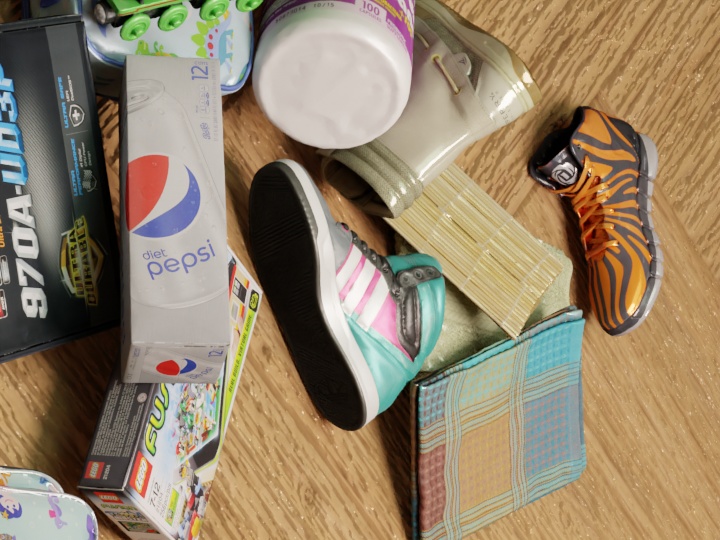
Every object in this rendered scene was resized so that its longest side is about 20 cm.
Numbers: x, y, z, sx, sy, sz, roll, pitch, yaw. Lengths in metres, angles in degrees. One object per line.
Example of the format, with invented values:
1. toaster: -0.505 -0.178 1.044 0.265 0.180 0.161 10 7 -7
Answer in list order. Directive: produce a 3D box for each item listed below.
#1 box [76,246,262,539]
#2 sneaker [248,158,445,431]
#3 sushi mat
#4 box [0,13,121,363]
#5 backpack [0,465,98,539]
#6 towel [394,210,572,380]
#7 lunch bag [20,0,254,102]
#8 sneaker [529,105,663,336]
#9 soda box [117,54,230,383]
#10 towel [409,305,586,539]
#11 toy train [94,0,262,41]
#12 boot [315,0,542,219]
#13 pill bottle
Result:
1. box: -0.121 0.075 1.308 0.110 0.034 0.202 56 41 -54
2. sneaker: 0.000 0.000 1.443 0.120 0.083 0.202 -30 109 -41
3. sushi mat: 0.065 -0.042 1.526 0.200 0.012 0.096 43 51 -2
4. box: -0.223 -0.049 1.224 0.158 0.046 0.202 -17 102 -53
5. backpack: -0.238 0.205 1.109 0.177 0.150 0.202 16 73 -43
6. towel: 0.101 0.032 1.575 0.199 0.036 0.150 14 69 -43
7. lunch bag: -0.154 -0.216 1.349 0.160 0.082 0.202 8 74 -44
8. sneaker: 0.190 -0.047 1.671 0.112 0.077 0.202 26 51 -34
9. soda box: -0.119 -0.033 1.259 0.063 0.068 0.202 2 66 -12
10. towel: 0.108 0.123 1.528 0.199 0.022 0.148 -21 116 -44
11. toy train: -0.082 -0.196 1.296 0.199 0.057 0.042 -19 63 -33
12. boot: 0.026 -0.123 1.484 0.154 0.200 0.072 -42 126 -7
13. pill bottle: -0.015 -0.189 1.437 0.112 0.112 0.201 42 32 -29
